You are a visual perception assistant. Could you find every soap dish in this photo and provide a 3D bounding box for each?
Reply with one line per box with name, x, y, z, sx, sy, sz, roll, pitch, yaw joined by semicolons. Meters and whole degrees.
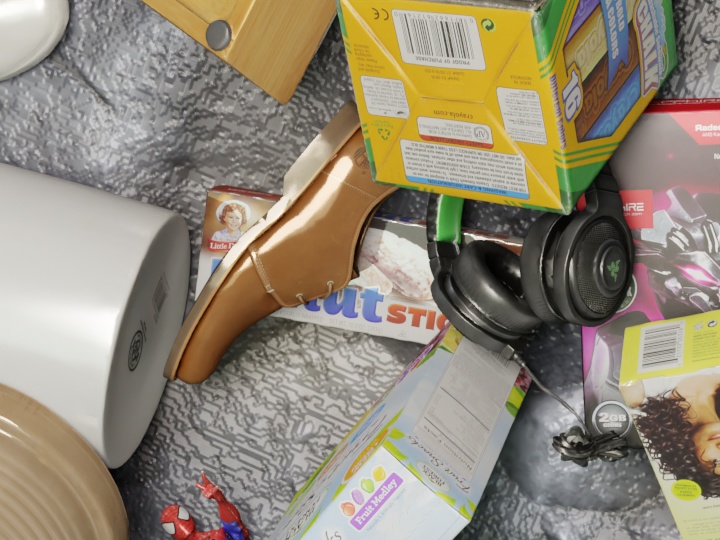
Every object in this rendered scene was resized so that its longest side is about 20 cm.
soap dish;-0.088;-0.214;1.119;0.200;0.081;0.158;37;109;24

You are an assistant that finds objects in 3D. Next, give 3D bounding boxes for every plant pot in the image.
plant pot;-0.240;0.163;1.121;0.199;0.093;0.202;7;126;10

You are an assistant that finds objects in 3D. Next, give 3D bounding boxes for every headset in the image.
headset;0.107;0.010;1.114;0.123;0.094;0.202;-23;70;39

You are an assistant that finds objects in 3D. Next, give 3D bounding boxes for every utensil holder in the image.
utensil holder;-0.220;0.019;1.174;0.198;0.170;0.171;15;103;9

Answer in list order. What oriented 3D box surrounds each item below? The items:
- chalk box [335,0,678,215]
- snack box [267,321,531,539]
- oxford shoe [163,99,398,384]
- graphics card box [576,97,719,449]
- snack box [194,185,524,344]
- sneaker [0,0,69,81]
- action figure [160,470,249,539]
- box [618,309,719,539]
chalk box;0.093;-0.142;1.068;0.124;0.200;0.125;10;130;30
snack box;0.009;0.132;1.110;0.068;0.200;0.169;39;113;-3
oxford shoe;-0.043;-0.001;1.154;0.071;0.071;0.200;40;104;-2
graphics card box;0.189;0.002;1.136;0.124;0.051;0.202;0;101;13
snack box;0.000;0.000;1.192;0.198;0.024;0.073;10;103;11
sneaker;-0.279;-0.145;1.198;0.198;0.088;0.076;-7;97;14
action figure;-0.064;0.201;1.186;0.065;0.099;0.200;-44;59;-9
box;0.209;0.114;1.102;0.075;0.050;0.201;-13;127;22
